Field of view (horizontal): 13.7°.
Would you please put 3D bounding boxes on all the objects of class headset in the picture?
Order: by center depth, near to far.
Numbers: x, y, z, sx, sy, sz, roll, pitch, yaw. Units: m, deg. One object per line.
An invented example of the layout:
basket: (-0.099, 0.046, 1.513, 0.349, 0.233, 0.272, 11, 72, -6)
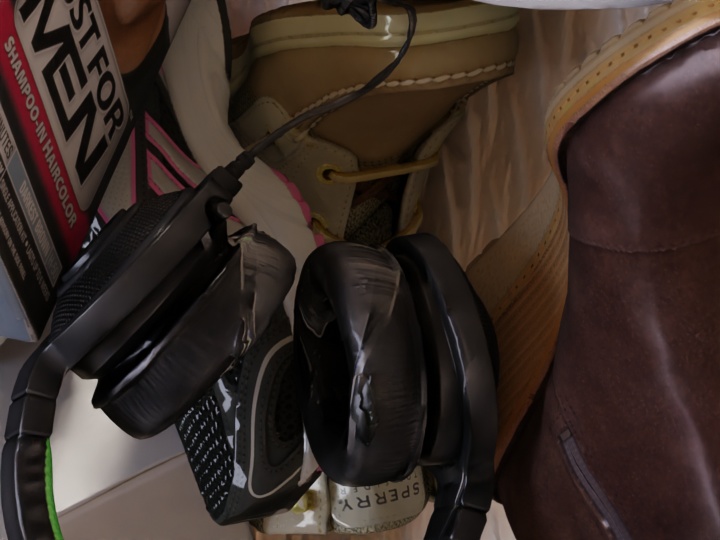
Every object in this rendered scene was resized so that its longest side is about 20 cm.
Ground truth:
headset: (-0.017, 0.013, 0.758, 0.094, 0.123, 0.200, 153, 130, -72)

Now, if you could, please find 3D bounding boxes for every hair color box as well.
hair color box: (-0.086, -0.093, 0.798, 0.099, 0.061, 0.200, 77, -152, -54)

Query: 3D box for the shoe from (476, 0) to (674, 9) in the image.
shoe: (0.032, -0.132, 0.805, 0.200, 0.071, 0.091, -144, 48, -59)

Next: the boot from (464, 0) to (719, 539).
boot: (0.097, 0.034, 0.742, 0.167, 0.072, 0.200, 63, 148, 20)

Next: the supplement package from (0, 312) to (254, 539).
supplement package: (-0.097, 0.109, 0.965, 0.121, 0.120, 0.200, 53, 164, 44)

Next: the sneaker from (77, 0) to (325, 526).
sneaker: (-0.071, -0.013, 0.857, 0.080, 0.086, 0.200, 114, 140, -53)

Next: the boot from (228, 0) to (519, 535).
boot: (0.000, 0.000, 0.892, 0.200, 0.072, 0.155, 163, 100, -66)

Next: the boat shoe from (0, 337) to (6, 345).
boat shoe: (-0.127, -0.010, 0.895, 0.070, 0.071, 0.201, -45, 25, 31)
